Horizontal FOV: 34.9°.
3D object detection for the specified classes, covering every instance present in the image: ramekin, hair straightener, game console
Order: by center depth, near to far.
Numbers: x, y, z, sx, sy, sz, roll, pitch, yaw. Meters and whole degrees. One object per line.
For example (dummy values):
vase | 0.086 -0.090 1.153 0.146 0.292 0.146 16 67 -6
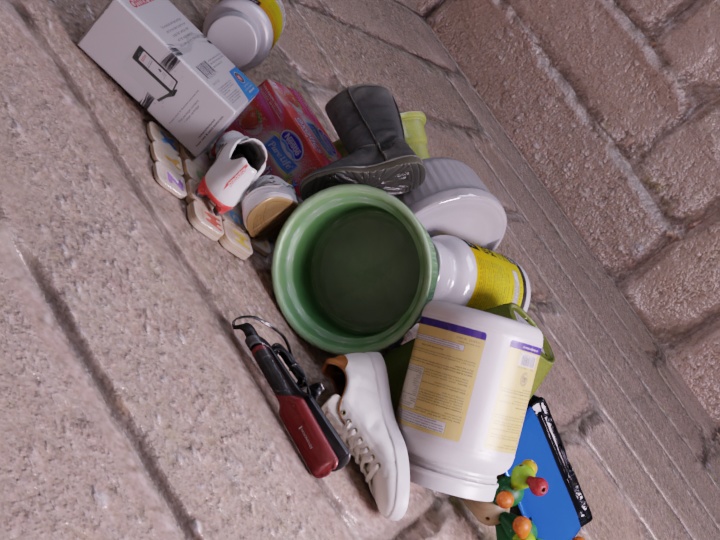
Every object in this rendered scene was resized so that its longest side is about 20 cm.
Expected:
hair straightener | -0.074 0.130 1.230 0.201 0.041 0.077 53 18 15
ramekin | 0.000 0.000 1.388 0.201 0.199 0.098 55 12 10
ramekin | 0.093 -0.066 1.562 0.202 0.202 0.095 27 32 -51
game console | 0.232 0.284 1.600 0.202 0.117 0.170 67 -15 -13

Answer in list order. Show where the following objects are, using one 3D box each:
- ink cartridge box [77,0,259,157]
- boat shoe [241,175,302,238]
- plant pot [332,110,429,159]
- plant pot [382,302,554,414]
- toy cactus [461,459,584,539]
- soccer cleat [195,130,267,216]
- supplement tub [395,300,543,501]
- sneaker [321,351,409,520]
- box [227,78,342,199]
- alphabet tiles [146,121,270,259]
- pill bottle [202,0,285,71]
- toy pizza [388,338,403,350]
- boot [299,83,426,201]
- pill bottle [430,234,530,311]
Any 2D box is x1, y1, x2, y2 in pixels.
ink cartridge box | -0.236 -0.255 1.436 0.200 0.084 0.146 43 20 -8
boat shoe | -0.114 -0.084 1.427 0.070 0.070 0.200 59 6 9
plant pot | 0.044 -0.111 1.728 0.186 0.199 0.200 67 21 7
plant pot | 0.140 0.137 1.449 0.187 0.199 0.188 44 21 -21
toy cactus | 0.186 0.295 1.377 0.165 0.102 0.202 33 -30 48
soccer cleat | -0.146 -0.135 1.403 0.069 0.085 0.200 46 20 -15
supplement tub | 0.118 0.147 1.303 0.144 0.202 0.145 15 -2 1
sneaker | -0.002 0.185 1.273 0.084 0.073 0.202 1 54 -22
box | -0.091 -0.154 1.595 0.201 0.094 0.102 58 19 17
alphabet tiles | -0.184 -0.102 1.413 0.195 0.015 0.201 37 24 -39
pill bottle | -0.180 -0.373 1.759 0.109 0.109 0.200 46 19 -15
toy pizza | 0.006 0.017 1.566 0.201 0.031 0.201 -90 154 -56
boot | -0.015 -0.170 1.516 0.073 0.180 0.201 96 -21 -45
pill bottle | 0.130 0.017 1.511 0.199 0.112 0.113 18 38 -49
